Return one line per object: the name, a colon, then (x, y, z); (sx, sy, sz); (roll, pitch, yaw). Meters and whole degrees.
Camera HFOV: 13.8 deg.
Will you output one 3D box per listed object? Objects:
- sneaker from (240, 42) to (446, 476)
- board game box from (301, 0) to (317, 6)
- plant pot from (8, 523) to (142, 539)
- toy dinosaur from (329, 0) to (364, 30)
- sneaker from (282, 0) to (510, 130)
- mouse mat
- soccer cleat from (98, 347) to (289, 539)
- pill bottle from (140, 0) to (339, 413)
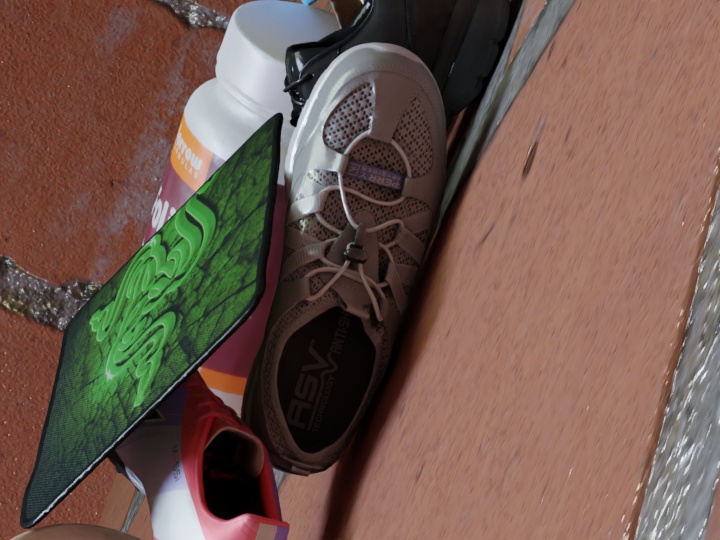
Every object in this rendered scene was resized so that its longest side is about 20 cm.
sneaker: (0.000, 0.000, 1.322); (0.082, 0.074, 0.201); (-136, 56, -78)
board game box: (-0.029, -0.225, 1.513); (0.040, 0.153, 0.200); (-33, 2, -15)
plant pot: (-0.147, 0.218, 1.324); (0.177, 0.200, 0.201); (-49, 17, 40)
toy dinosaur: (0.008, -0.103, 1.471); (0.101, 0.058, 0.201); (-51, -37, -38)
sneaker: (-0.002, -0.064, 1.414); (0.076, 0.090, 0.201); (-145, 75, -76)
mouse mat: (-0.092, 0.019, 1.346); (0.161, 0.008, 0.200); (-44, 17, 20)
soccer cleat: (-0.070, 0.081, 1.324); (0.073, 0.068, 0.200); (-62, 28, 27)
pill bottle: (-0.052, -0.034, 1.598); (0.114, 0.114, 0.201); (-80, 8, -65)
